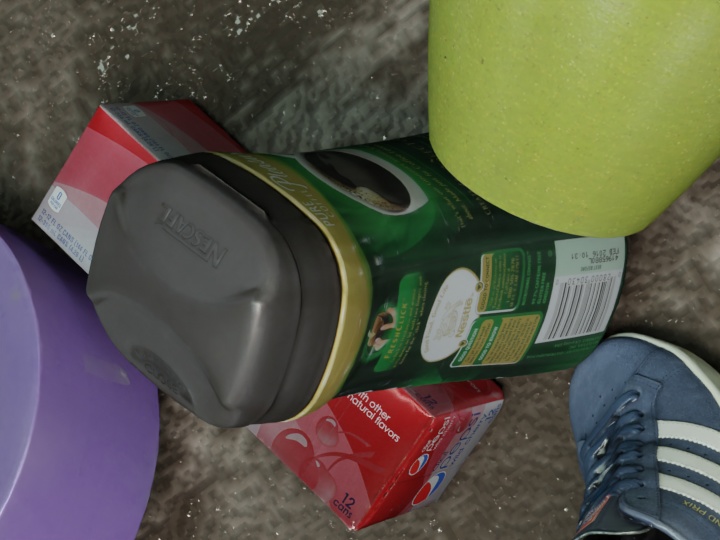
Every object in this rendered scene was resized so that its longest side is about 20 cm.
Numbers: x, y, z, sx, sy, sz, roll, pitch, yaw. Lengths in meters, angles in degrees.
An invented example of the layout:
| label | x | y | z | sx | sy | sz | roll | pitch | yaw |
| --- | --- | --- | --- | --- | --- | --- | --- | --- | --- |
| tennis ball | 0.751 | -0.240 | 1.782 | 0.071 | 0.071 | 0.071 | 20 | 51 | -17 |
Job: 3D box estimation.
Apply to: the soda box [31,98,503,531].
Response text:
| label | x | y | z | sx | sy | sz | roll | pitch | yaw |
| --- | --- | --- | --- | --- | --- | --- | --- | --- | --- |
| soda box | -0.038 | 0.014 | 1.121 | 0.200 | 0.070 | 0.063 | 42 | 114 | 20 |

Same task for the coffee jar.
| label | x | y | z | sx | sy | sz | roll | pitch | yaw |
| --- | --- | --- | --- | --- | --- | --- | --- | --- | --- |
| coffee jar | 0.000 | 0.000 | 1.018 | 0.104 | 0.200 | 0.086 | 35 | 119 | 37 |

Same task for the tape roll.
| label | x | y | z | sx | sy | sz | roll | pitch | yaw |
| --- | --- | --- | --- | --- | --- | --- | --- | --- | --- |
| tape roll | -0.189 | 0.073 | 1.162 | 0.200 | 0.085 | 0.201 | -12 | 66 | 29 |

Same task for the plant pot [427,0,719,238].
| label | x | y | z | sx | sy | sz | roll | pitch | yaw |
| --- | --- | --- | --- | --- | --- | --- | --- | --- | --- |
| plant pot | 0.102 | -0.120 | 0.993 | 0.187 | 0.187 | 0.200 | 34 | 121 | 22 |

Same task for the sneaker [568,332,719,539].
| label | x | y | z | sx | sy | sz | roll | pitch | yaw |
| --- | --- | --- | --- | --- | --- | --- | --- | --- | --- |
| sneaker | 0.103 | 0.091 | 1.000 | 0.075 | 0.084 | 0.200 | -61 | 32 | 28 |
